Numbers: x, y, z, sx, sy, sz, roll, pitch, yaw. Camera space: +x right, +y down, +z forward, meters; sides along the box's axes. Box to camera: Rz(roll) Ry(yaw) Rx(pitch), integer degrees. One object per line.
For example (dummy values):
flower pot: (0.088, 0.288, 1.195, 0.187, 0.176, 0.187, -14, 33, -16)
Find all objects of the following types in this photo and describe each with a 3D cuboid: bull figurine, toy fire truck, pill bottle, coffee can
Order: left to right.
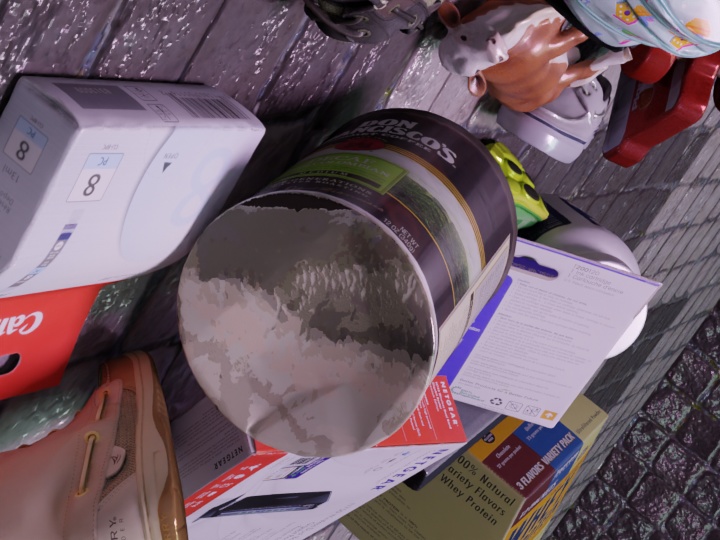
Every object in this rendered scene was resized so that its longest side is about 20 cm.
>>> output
coffee can: (0.000, 0.000, 0.867, 0.147, 0.146, 0.200, -60, 174, 25)
bull figurine: (0.120, -0.157, 1.032, 0.120, 0.066, 0.200, -20, 173, 10)
pill bottle: (0.173, 0.007, 1.279, 0.111, 0.110, 0.200, -53, -164, 7)
toy fire truck: (0.258, -0.197, 1.227, 0.168, 0.111, 0.202, 150, -44, -69)

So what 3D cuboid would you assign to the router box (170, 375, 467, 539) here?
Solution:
router box: (-0.061, 0.129, 0.969, 0.178, 0.049, 0.200, 3, 151, -42)

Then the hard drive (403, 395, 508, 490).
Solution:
hard drive: (0.055, 0.083, 1.230, 0.199, 0.139, 0.033, -32, 156, -45)

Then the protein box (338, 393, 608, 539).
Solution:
protein box: (0.079, 0.163, 1.345, 0.135, 0.198, 0.201, -35, 155, -40)

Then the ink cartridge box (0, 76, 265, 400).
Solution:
ink cartridge box: (-0.145, 0.000, 0.750, 0.201, 0.047, 0.160, -61, 160, 18)

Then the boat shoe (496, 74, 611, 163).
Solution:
boat shoe: (0.159, -0.135, 1.201, 0.067, 0.073, 0.200, -62, 172, 15)

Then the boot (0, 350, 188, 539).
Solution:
boot: (-0.178, 0.111, 0.821, 0.153, 0.200, 0.074, -11, 114, -8)

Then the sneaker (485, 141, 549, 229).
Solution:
sneaker: (0.088, -0.052, 1.194, 0.083, 0.075, 0.199, -36, 169, 24)

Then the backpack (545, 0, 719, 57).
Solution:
backpack: (0.151, -0.207, 0.830, 0.167, 0.126, 0.200, -45, 119, -8)

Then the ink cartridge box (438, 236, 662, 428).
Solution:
ink cartridge box: (0.097, 0.028, 1.128, 0.201, 0.196, 0.044, 118, -14, -49)

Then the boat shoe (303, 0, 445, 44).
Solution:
boat shoe: (0.002, -0.149, 0.785, 0.067, 0.071, 0.200, -63, 163, 19)
